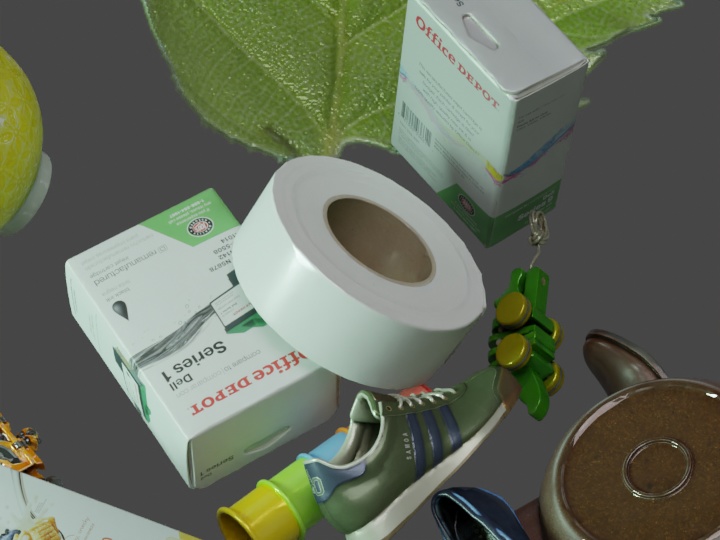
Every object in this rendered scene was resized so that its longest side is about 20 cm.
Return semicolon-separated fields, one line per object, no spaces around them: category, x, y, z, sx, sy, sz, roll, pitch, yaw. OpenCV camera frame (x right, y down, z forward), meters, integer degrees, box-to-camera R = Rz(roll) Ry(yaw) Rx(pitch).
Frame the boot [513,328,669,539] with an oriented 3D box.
boot;0.172;0.156;1.571;0.200;0.064;0.186;-35;53;-14

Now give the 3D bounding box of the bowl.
bowl;-0.324;-0.087;1.670;0.107;0.200;0.201;30;46;-36

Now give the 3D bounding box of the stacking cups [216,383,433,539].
stacking cups;-0.018;0.154;1.558;0.200;0.061;0.060;-35;64;-23

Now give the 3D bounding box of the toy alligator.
toy alligator;0.131;0.041;1.650;0.054;0.059;0.201;-23;48;32

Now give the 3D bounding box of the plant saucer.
plant saucer;0.225;0.155;1.486;0.199;0.035;0.201;-13;48;15

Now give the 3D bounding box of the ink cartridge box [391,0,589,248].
ink cartridge box;0.105;-0.142;1.681;0.087;0.200;0.145;-30;61;-21

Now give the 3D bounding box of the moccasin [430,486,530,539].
moccasin;0.107;0.243;1.469;0.081;0.068;0.200;-53;48;16

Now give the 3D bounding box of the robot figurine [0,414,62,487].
robot figurine;-0.328;0.178;1.530;0.200;0.058;0.145;-36;67;-24

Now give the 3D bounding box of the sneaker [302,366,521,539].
sneaker;0.036;0.120;1.528;0.200;0.067;0.090;-44;99;-28

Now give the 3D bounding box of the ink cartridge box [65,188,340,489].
ink cartridge box;-0.126;0.054;1.608;0.146;0.085;0.200;-28;61;-20

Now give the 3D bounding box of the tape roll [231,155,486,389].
tape roll;0.000;0.000;1.600;0.202;0.071;0.203;26;30;-16

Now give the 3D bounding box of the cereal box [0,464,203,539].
cereal box;-0.217;0.234;1.441;0.199;0.040;0.144;17;63;14
